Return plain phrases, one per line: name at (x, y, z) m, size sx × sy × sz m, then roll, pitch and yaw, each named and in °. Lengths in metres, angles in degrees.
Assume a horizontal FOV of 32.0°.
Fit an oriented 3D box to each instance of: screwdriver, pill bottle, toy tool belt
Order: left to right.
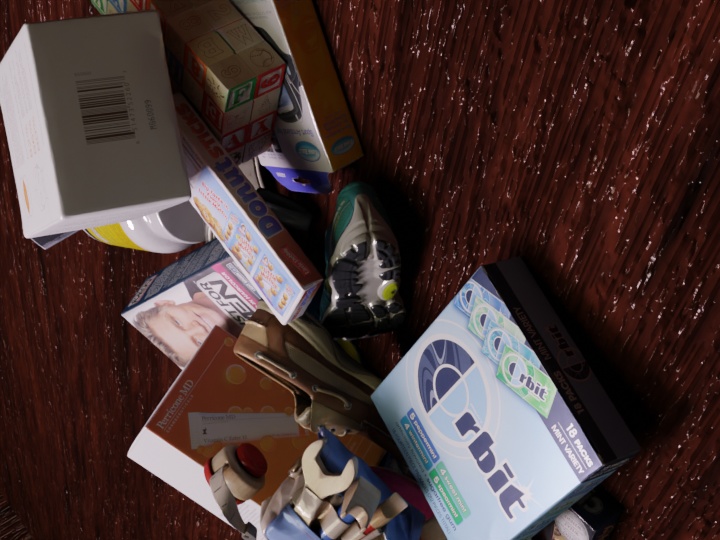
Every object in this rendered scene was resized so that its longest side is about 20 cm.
pill bottle at (-0.218, -0.075, 1.306) m, size 0.200 × 0.111 × 0.111 m, roll 9°, pitch 124°, yaw 57°
screwdriver at (-0.136, -0.078, 1.147) m, size 0.200 × 0.029 × 0.028 m, roll 18°, pitch 122°, yaw -4°
toy tool belt at (-0.018, 0.186, 1.040) m, size 0.200 × 0.123 × 0.125 m, roll 43°, pitch -166°, yaw -15°

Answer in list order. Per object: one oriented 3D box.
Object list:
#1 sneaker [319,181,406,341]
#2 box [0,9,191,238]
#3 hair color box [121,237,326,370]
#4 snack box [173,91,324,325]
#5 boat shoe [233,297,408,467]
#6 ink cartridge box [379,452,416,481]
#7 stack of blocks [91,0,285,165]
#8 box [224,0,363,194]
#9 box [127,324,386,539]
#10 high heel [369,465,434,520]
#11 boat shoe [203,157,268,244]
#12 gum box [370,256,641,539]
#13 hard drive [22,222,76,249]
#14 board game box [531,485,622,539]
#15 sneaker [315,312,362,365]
sneaker at (0.000, 0.000, 1.086) m, size 0.200 × 0.077 × 0.080 m, roll 101°, pitch 161°, yaw -57°
box at (-0.226, -0.115, 1.037) m, size 0.200 × 0.106 × 0.153 m, roll 175°, pitch 84°, yaw -67°
hair color box at (-0.131, 0.028, 1.204) m, size 0.100 × 0.061 × 0.200 m, roll 45°, pitch 139°, yaw -19°
snack box at (-0.106, -0.051, 1.036) m, size 0.200 × 0.024 × 0.072 m, roll 52°, pitch 150°, yaw 11°
boat shoe at (-0.028, 0.108, 1.091) m, size 0.200 × 0.074 × 0.076 m, roll 42°, pitch 162°, yaw -8°
ink cartridge box at (0.030, 0.212, 1.250) m, size 0.099 × 0.039 × 0.200 m, roll 46°, pitch 150°, yaw 23°
stack of blocks at (-0.152, -0.193, 1.063) m, size 0.200 × 0.059 × 0.115 m, roll 50°, pitch 151°, yaw 19°
box at (-0.066, -0.162, 1.055) m, size 0.119 × 0.041 × 0.200 m, roll 13°, pitch 129°, yaw 54°
box at (-0.096, 0.167, 1.172) m, size 0.200 × 0.124 × 0.097 m, roll 34°, pitch 150°, yaw -3°
high heel at (0.034, 0.258, 1.151) m, size 0.067 × 0.096 × 0.200 m, roll 14°, pitch 150°, yaw 27°
boat shoe at (-0.123, -0.087, 1.202) m, size 0.057 × 0.067 × 0.200 m, roll -117°, pitch 22°, yaw -50°
gum box at (0.102, 0.115, 0.964) m, size 0.170 × 0.044 × 0.200 m, roll 60°, pitch 142°, yaw 22°
hard drive at (-0.301, -0.133, 1.315) m, size 0.135 × 0.042 × 0.200 m, roll -20°, pitch 57°, yaw 49°
board game box at (0.124, 0.177, 1.066) m, size 0.200 × 0.035 × 0.136 m, roll 43°, pitch 148°, yaw 29°
sneaker at (-0.086, 0.066, 1.262) m, size 0.200 × 0.078 × 0.066 m, roll 35°, pitch 145°, yaw 41°
